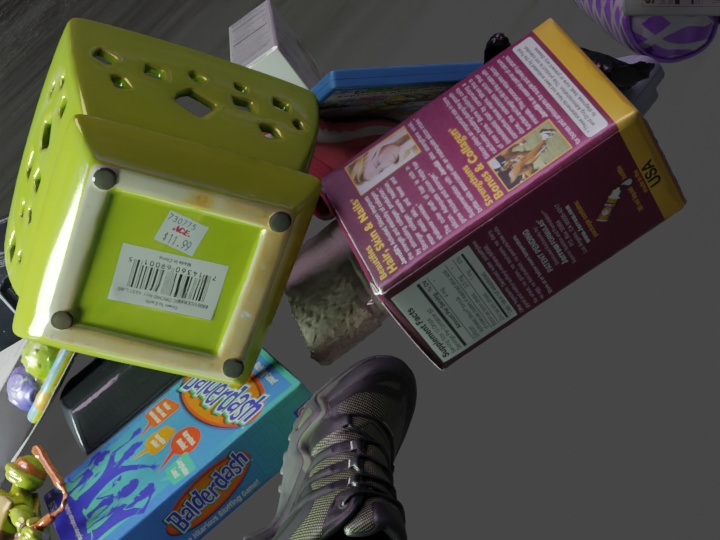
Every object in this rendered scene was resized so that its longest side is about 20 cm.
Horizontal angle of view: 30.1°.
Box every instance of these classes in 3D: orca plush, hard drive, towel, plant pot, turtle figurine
[{"bbox_3d":[0.120,-0.146,1.029,0.105,0.071,0.200,-48,25,-24],"label":"orca plush"},{"bbox_3d":[-0.194,0.085,1.121,0.135,0.042,0.200,-40,10,-7],"label":"hard drive"},{"bbox_3d":[0.000,0.000,1.062,0.132,0.034,0.200,-38,22,3],"label":"towel"},{"bbox_3d":[-0.141,-0.037,0.951,0.182,0.200,0.199,-109,37,-59],"label":"plant pot"},{"bbox_3d":[-0.272,0.199,0.987,0.200,0.064,0.162,13,76,51],"label":"turtle figurine"}]

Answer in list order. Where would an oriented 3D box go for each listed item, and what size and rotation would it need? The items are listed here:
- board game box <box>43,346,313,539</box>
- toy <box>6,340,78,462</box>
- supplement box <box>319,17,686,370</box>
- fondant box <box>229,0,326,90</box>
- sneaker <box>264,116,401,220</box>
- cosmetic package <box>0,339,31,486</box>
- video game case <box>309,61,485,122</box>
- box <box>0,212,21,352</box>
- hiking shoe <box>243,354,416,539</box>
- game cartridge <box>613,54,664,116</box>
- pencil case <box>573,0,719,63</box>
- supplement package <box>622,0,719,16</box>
[{"bbox_3d":[-0.129,0.138,0.970,0.200,0.045,0.152,-40,22,-10],"label":"board game box"},{"bbox_3d":[-0.264,0.067,1.153,0.200,0.047,0.115,-60,7,-11],"label":"toy"},{"bbox_3d":[0.092,-0.051,0.897,0.200,0.103,0.131,-34,44,6],"label":"supplement box"},{"bbox_3d":[-0.068,-0.183,1.362,0.058,0.144,0.200,-34,23,10],"label":"fondant box"},{"bbox_3d":[-0.024,-0.085,1.160,0.074,0.087,0.200,-13,-7,43],"label":"sneaker"},{"bbox_3d":[-0.354,0.149,1.264,0.082,0.051,0.200,-29,24,23],"label":"cosmetic package"},{"bbox_3d":[0.011,-0.143,1.168,0.143,0.018,0.200,-6,-6,-20],"label":"video game case"},{"bbox_3d":[-0.367,0.016,1.466,0.200,0.104,0.182,-14,33,42],"label":"box"},{"bbox_3d":[-0.001,0.137,0.774,0.101,0.076,0.200,0,51,43],"label":"hiking shoe"},{"bbox_3d":[0.135,-0.110,1.075,0.133,0.042,0.200,-46,24,-29],"label":"game cartridge"},{"bbox_3d":[0.233,-0.231,1.114,0.085,0.084,0.200,3,25,-7],"label":"pencil case"},{"bbox_3d":[0.289,-0.255,0.935,0.200,0.117,0.117,4,41,21],"label":"supplement package"}]
